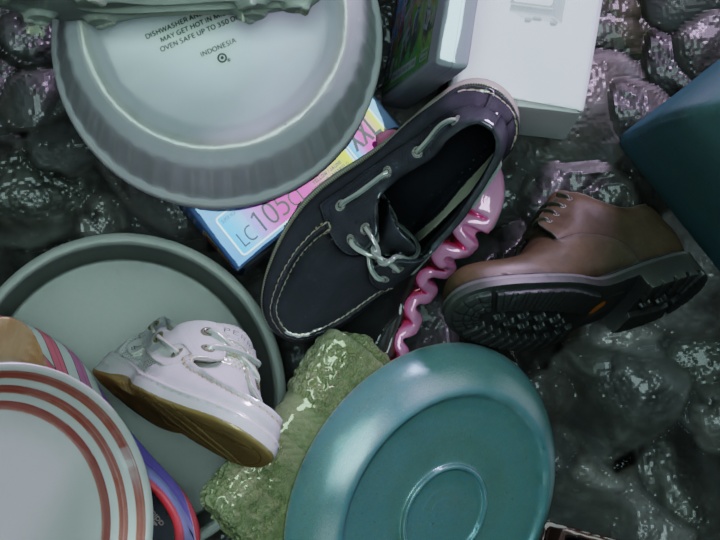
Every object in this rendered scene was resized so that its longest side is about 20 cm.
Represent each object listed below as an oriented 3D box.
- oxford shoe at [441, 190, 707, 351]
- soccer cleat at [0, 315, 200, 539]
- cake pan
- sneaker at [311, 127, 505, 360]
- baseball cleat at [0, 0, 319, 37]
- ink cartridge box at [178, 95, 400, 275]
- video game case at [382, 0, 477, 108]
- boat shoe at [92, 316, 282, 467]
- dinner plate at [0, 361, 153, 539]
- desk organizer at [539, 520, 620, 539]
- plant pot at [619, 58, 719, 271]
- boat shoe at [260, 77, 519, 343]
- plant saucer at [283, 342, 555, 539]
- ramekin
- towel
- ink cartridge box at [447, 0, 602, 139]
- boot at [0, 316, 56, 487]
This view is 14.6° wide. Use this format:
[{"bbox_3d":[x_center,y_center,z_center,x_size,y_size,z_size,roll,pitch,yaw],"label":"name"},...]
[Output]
[{"bbox_3d":[0.115,-0.003,1.702,0.200,0.073,0.085,-8,62,-44],"label":"oxford shoe"},{"bbox_3d":[-0.169,0.101,1.669,0.067,0.076,0.200,-42,89,-5],"label":"soccer cleat"},{"bbox_3d":[-0.146,0.078,1.728,0.200,0.037,0.201,0,86,-2],"label":"cake pan"},{"bbox_3d":[0.000,0.000,1.696,0.095,0.079,0.200,26,102,-26],"label":"sneaker"},{"bbox_3d":[-0.119,-0.187,1.576,0.200,0.070,0.107,1,78,-11],"label":"baseball cleat"},{"bbox_3d":[-0.085,-0.115,1.729,0.136,0.076,0.200,-39,87,-5],"label":"ink cartridge box"},{"bbox_3d":[0.050,-0.197,1.677,0.022,0.200,0.182,10,85,-7],"label":"video game case"},{"bbox_3d":[-0.091,0.059,1.620,0.071,0.200,0.069,43,79,-27],"label":"boat shoe"},{"bbox_3d":[-0.206,0.150,1.578,0.200,0.024,0.201,-4,97,-34],"label":"dinner plate"},{"bbox_3d":[0.203,0.212,1.715,0.200,0.077,0.072,15,85,-1],"label":"desk organizer"},{"bbox_3d":[0.264,-0.077,1.679,0.141,0.200,0.141,-38,89,-5],"label":"plant pot"},{"bbox_3d":[0.013,-0.029,1.624,0.073,0.063,0.200,42,106,-11],"label":"boat shoe"},{"bbox_3d":[0.044,0.142,1.677,0.200,0.027,0.201,-16,117,-33],"label":"plant saucer"},{"bbox_3d":[-0.084,-0.140,1.645,0.202,0.094,0.203,0,85,-2],"label":"ramekin"},{"bbox_3d":[-0.002,0.138,1.681,0.148,0.036,0.200,-52,130,-10],"label":"towel"},{"bbox_3d":[0.106,-0.187,1.706,0.083,0.147,0.200,9,86,1],"label":"ink cartridge box"},{"bbox_3d":[-0.241,0.112,1.656,0.071,0.144,0.202,-9,107,-34],"label":"boot"}]
